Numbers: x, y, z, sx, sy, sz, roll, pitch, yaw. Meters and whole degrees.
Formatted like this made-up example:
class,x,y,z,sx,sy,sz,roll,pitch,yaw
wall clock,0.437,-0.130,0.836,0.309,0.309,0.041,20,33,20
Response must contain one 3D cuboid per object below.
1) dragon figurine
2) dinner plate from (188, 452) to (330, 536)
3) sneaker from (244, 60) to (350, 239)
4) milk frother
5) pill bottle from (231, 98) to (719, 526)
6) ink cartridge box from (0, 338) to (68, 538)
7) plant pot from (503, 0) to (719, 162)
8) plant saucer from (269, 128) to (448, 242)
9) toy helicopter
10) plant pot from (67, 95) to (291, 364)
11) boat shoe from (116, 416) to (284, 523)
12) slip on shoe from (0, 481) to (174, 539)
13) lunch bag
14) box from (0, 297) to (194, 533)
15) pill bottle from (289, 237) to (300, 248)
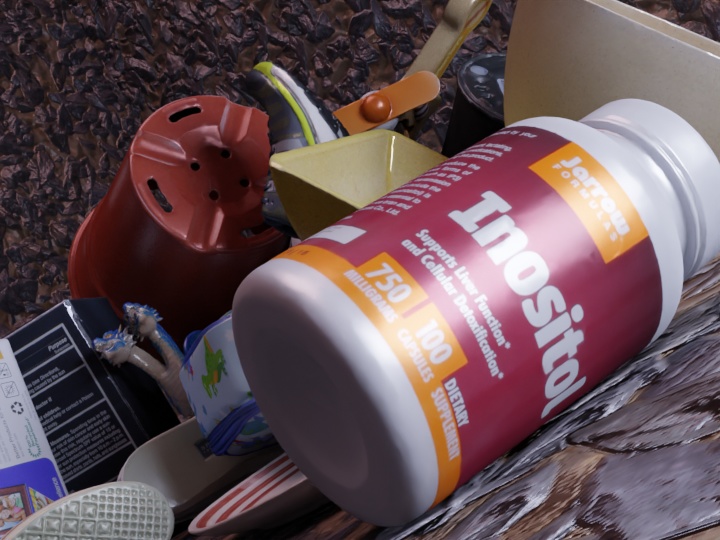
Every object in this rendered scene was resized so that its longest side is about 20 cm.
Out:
class,x,y,z,sx,sy,sz,roll,pitch,yaw
dragon figurine,-0.123,0.087,0.940,0.059,0.099,0.200,-48,-36,6
dinner plate,-0.005,0.100,0.669,0.200,0.024,0.200,-32,0,0
sneaker,-0.043,-0.071,0.847,0.081,0.200,0.074,-38,-35,10
milk frother,0.139,-0.039,0.952,0.200,0.180,0.188,-78,0,-52
pill bottle,0.056,0.006,0.489,0.200,0.113,0.113,-32,-1,-27
ink cartridge box,-0.296,0.152,0.798,0.043,0.198,0.200,-35,-16,36
plant pot,0.167,-0.083,0.726,0.135,0.200,0.200,-67,-14,19
plant saucer,0.060,-0.013,0.697,0.048,0.200,0.200,-67,-14,19
toy helicopter,0.040,-0.149,0.961,0.200,0.079,0.132,-56,-18,21
plant pot,-0.143,-0.037,1.033,0.201,0.201,0.195,-31,-12,-31
boat shoe,-0.094,0.129,0.879,0.201,0.070,0.072,-24,-16,-32
slip on shoe,-0.204,0.197,0.724,0.200,0.074,0.061,-36,-2,-18
lunch bag,-0.016,0.055,0.808,0.200,0.083,0.161,-18,-12,-25
box,-0.253,0.154,0.963,0.200,0.199,0.123,-31,-1,3
pill bottle,0.000,0.000,0.962,0.120,0.120,0.200,-31,-31,-33
